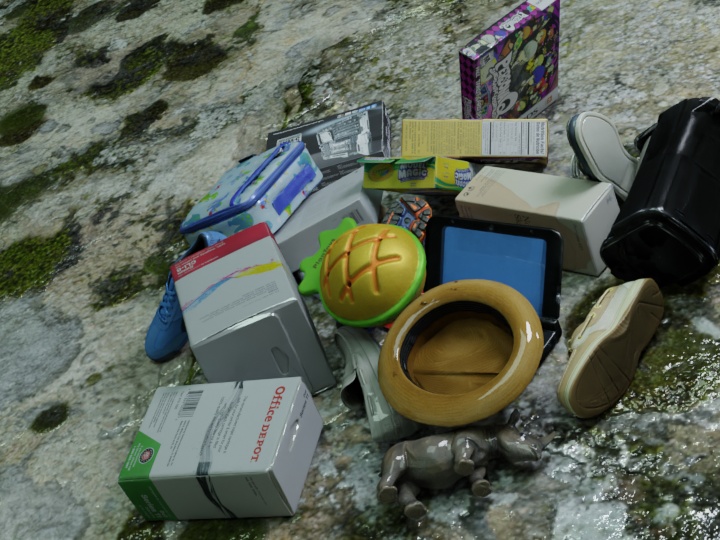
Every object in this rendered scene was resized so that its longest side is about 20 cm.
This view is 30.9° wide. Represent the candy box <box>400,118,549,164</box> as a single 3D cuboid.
[{"bbox_3d":[0.161,-0.177,1.799,0.199,0.057,0.117,2,0,8],"label":"candy box"}]

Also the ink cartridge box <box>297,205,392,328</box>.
[{"bbox_3d":[0.034,-0.006,1.728,0.162,0.050,0.200,-40,34,-24],"label":"ink cartridge box"}]

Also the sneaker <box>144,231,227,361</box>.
[{"bbox_3d":[-0.244,0.031,1.747,0.066,0.078,0.201,43,102,36],"label":"sneaker"}]

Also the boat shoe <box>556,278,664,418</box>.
[{"bbox_3d":[0.268,0.087,1.446,0.066,0.074,0.200,-4,34,48],"label":"boat shoe"}]

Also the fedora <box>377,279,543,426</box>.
[{"bbox_3d":[0.118,0.103,1.447,0.200,0.082,0.202,-17,49,21],"label":"fedora"}]

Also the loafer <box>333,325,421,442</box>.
[{"bbox_3d":[0.005,0.130,1.532,0.069,0.070,0.200,-22,34,-12],"label":"loafer"}]

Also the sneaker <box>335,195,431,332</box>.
[{"bbox_3d":[0.037,0.006,1.655,0.075,0.079,0.201,28,76,23],"label":"sneaker"}]

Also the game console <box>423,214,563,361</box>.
[{"bbox_3d":[0.130,0.038,1.546,0.199,0.117,0.176,9,44,40],"label":"game console"}]

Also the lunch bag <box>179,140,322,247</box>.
[{"bbox_3d":[-0.151,-0.100,1.847,0.160,0.083,0.200,-17,24,37],"label":"lunch bag"}]

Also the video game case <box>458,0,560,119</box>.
[{"bbox_3d":[0.216,-0.280,1.874,0.181,0.201,0.036,-38,56,-23],"label":"video game case"}]

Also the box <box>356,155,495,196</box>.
[{"bbox_3d":[0.090,-0.128,1.766,0.117,0.049,0.200,2,-1,34],"label":"box"}]

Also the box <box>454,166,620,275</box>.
[{"bbox_3d":[0.229,-0.065,1.656,0.199,0.095,0.078,12,47,43],"label":"box"}]

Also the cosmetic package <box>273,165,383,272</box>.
[{"bbox_3d":[-0.067,-0.060,1.800,0.199,0.052,0.151,-28,20,16],"label":"cosmetic package"}]

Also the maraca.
[{"bbox_3d":[0.000,0.000,1.570,0.200,0.107,0.137,23,72,47],"label":"maraca"}]

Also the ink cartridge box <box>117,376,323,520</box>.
[{"bbox_3d":[-0.158,0.207,1.503,0.199,0.083,0.147,-6,40,24],"label":"ink cartridge box"}]

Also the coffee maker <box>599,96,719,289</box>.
[{"bbox_3d":[0.378,-0.099,1.526,0.134,0.193,0.201,22,54,6],"label":"coffee maker"}]

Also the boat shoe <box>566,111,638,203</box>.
[{"bbox_3d":[0.301,-0.142,1.636,0.062,0.200,0.075,12,80,39],"label":"boat shoe"}]

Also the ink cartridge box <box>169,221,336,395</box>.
[{"bbox_3d":[-0.137,0.067,1.636,0.144,0.146,0.200,-25,33,-2],"label":"ink cartridge box"}]

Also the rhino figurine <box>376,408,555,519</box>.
[{"bbox_3d":[0.111,0.198,1.381,0.199,0.060,0.088,-17,25,2],"label":"rhino figurine"}]

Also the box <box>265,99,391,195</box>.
[{"bbox_3d":[-0.051,-0.181,2.025,0.199,0.050,0.158,-15,34,12],"label":"box"}]
